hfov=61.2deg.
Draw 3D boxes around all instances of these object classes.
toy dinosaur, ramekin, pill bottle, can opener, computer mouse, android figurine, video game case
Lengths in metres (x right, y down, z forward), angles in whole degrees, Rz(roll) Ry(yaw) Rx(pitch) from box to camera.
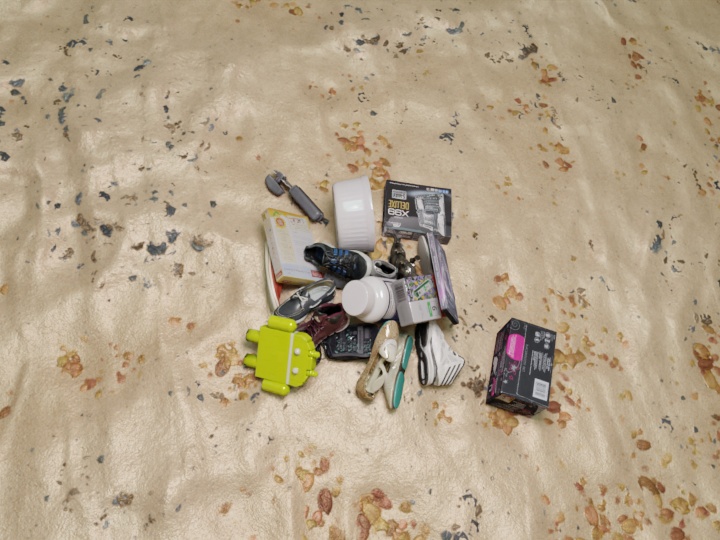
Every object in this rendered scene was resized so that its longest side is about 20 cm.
[{"bbox_3d":[0.108,-0.018,1.629,0.076,0.104,0.200,-24,56,-30],"label":"toy dinosaur"},{"bbox_3d":[-0.020,-0.145,1.612,0.095,0.201,0.205,-6,65,-3],"label":"ramekin"},{"bbox_3d":[0.045,0.074,1.507,0.198,0.110,0.113,8,53,-52],"label":"pill bottle"},{"bbox_3d":[-0.188,-0.203,1.700,0.067,0.053,0.200,-44,76,8],"label":"can opener"},{"bbox_3d":[-0.034,0.177,1.535,0.195,0.053,0.142,3,65,6],"label":"computer mouse"},{"bbox_3d":[-0.186,0.203,1.445,0.196,0.041,0.187,12,99,20],"label":"android figurine"},{"bbox_3d":[0.208,0.021,1.526,0.019,0.143,0.205,-14,67,16],"label":"video game case"}]

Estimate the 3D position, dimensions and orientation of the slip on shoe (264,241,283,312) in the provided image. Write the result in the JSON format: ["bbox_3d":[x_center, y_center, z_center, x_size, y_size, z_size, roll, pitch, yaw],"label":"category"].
[{"bbox_3d":[-0.216,0.013,1.572,0.060,0.075,0.204,0,59,-12],"label":"slip on shoe"}]

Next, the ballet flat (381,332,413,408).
[{"bbox_3d":[0.084,0.250,1.519,0.061,0.068,0.203,3,56,23],"label":"ballet flat"}]

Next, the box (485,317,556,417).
[{"bbox_3d":[0.406,0.246,1.534,0.129,0.115,0.204,17,64,-2],"label":"box"}]

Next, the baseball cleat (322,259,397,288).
[{"bbox_3d":[0.000,0.000,1.588,0.195,0.107,0.071,-3,67,-7],"label":"baseball cleat"}]

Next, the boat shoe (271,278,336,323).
[{"bbox_3d":[-0.139,0.072,1.523,0.075,0.061,0.199,35,40,22],"label":"boat shoe"}]

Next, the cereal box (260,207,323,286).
[{"bbox_3d":[-0.177,-0.058,1.588,0.142,0.039,0.204,11,55,-46],"label":"cereal box"}]

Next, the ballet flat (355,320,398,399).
[{"bbox_3d":[0.053,0.222,1.468,0.069,0.065,0.204,17,98,-33],"label":"ballet flat"}]

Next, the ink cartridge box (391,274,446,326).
[{"bbox_3d":[0.169,0.069,1.512,0.197,0.050,0.112,-5,79,-44],"label":"ink cartridge box"}]

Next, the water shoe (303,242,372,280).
[{"bbox_3d":[-0.061,-0.019,1.533,0.197,0.073,0.078,17,16,37],"label":"water shoe"}]

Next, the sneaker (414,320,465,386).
[{"bbox_3d":[0.205,0.198,1.560,0.113,0.076,0.205,9,66,-18],"label":"sneaker"}]

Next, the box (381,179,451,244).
[{"bbox_3d":[0.160,-0.165,1.729,0.195,0.050,0.161,8,64,-6],"label":"box"}]

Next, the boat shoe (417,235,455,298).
[{"bbox_3d":[0.204,-0.001,1.644,0.059,0.074,0.204,-10,69,-14],"label":"boat shoe"}]

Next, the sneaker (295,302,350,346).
[{"bbox_3d":[-0.118,0.134,1.469,0.198,0.116,0.076,-34,67,-11],"label":"sneaker"}]
